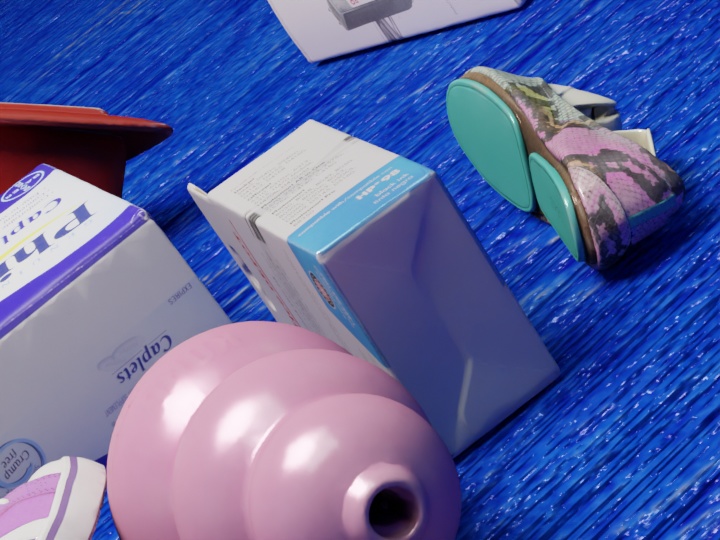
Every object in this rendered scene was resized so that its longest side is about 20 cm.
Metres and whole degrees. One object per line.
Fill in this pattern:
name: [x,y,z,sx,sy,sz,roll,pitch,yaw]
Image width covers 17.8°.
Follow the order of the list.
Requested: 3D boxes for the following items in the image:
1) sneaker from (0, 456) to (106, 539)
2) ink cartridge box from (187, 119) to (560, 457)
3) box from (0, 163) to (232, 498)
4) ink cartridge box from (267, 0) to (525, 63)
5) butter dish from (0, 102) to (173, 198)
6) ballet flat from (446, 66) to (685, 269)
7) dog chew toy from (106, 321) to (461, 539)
sneaker: [-0.173,0.123,0.894,0.201,0.114,0.073,-65,-2,-57]
ink cartridge box: [0.000,0.000,1.066,0.067,0.116,0.200,-37,22,-10]
box: [-0.186,0.045,1.249,0.184,0.105,0.200,-40,23,-13]
ink cartridge box: [0.047,-0.224,1.518,0.199,0.085,0.146,-8,33,45]
butter dish: [-0.235,-0.016,1.413,0.199,0.149,0.199,0,-11,-38]
ballet flat: [0.104,-0.056,1.123,0.071,0.069,0.200,-18,24,-10]
dog chew toy: [-0.024,0.083,0.891,0.124,0.125,0.200,-40,13,-16]
